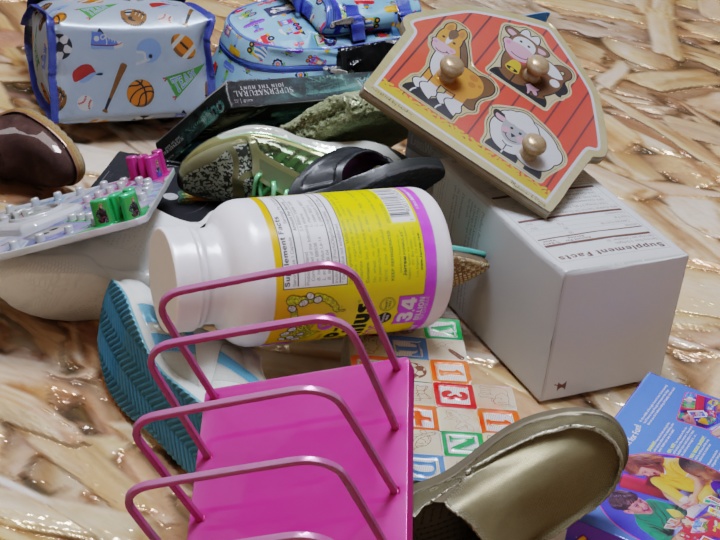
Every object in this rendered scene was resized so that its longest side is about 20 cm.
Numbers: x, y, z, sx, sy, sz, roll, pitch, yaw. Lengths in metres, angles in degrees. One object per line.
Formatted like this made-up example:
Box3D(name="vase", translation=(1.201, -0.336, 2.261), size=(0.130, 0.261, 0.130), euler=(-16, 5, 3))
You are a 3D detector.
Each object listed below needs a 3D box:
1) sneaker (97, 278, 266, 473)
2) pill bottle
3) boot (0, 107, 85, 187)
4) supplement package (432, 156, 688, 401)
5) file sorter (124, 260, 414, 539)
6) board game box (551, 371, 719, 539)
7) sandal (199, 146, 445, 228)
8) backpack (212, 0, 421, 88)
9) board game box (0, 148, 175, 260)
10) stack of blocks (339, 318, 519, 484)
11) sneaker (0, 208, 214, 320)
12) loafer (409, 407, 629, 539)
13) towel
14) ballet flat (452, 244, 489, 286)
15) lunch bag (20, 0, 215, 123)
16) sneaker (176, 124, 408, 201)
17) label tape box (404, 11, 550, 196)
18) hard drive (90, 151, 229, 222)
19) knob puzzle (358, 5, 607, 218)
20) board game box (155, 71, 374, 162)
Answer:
Box3D(name="sneaker", translation=(-0.121, 0.074, 1.091), size=(0.081, 0.077, 0.200), euler=(-8, 40, -38))
Box3D(name="pill bottle", translation=(-0.043, -0.002, 1.078), size=(0.200, 0.104, 0.104), euler=(-5, 32, -22))
Box3D(name="boot", translation=(-0.360, -0.083, 1.332), size=(0.200, 0.072, 0.166), euler=(22, 45, 21))
Box3D(name="supplement package", translation=(0.150, -0.004, 1.233), size=(0.117, 0.117, 0.200), euler=(-8, 33, -25))
Box3D(name="file sorter", translation=(-0.053, 0.109, 0.884), size=(0.139, 0.126, 0.200), euler=(-10, 47, 14))
Box3D(name="board game box", translation=(0.221, 0.153, 1.047), size=(0.134, 0.045, 0.200), euler=(21, 32, 22))
Box3D(name="sandal", translation=(-0.030, -0.062, 1.155), size=(0.200, 0.075, 0.048), euler=(-17, 75, -17))
Box3D(name="backpack", translation=(-0.056, -0.232, 1.572), size=(0.200, 0.135, 0.183), euler=(-7, 32, -18))
Box3D(name="board game box", translation=(-0.253, -0.045, 1.192), size=(0.200, 0.026, 0.200), euler=(-14, 14, 3))
Box3D(name="stack of blocks", translation=(0.048, 0.109, 1.071), size=(0.115, 0.059, 0.200), euler=(4, 30, -6))
Box3D(name="sneaker", translation=(-0.192, -0.015, 1.195), size=(0.200, 0.075, 0.089), euler=(0, 63, -31))
Box3D(name="loafer", translation=(0.078, 0.151, 0.938), size=(0.200, 0.076, 0.067), euler=(-27, 18, -1))
Box3D(name="towel", translation=(-0.017, -0.124, 1.373), size=(0.148, 0.037, 0.200), euler=(-12, -7, -39))
Box3D(name="ballet flat", translation=(0.000, 0.000, 1.208), size=(0.200, 0.065, 0.071), euler=(10, -9, 13))
Box3D(name="lunch bag", translation=(-0.244, -0.223, 1.530), size=(0.170, 0.124, 0.200), euler=(-2, 17, -17))
Box3D(name="sneaker", translation=(-0.055, -0.065, 1.277), size=(0.200, 0.077, 0.089), euler=(3, 47, 1))
Box3D(name="label tape box", translation=(0.113, -0.113, 1.331), size=(0.143, 0.200, 0.066), euler=(-16, 39, -35))
Box3D(name="hard drive", translation=(-0.135, -0.043, 1.318), size=(0.200, 0.038, 0.140), euler=(10, 30, 6))
Box3D(name="knob puzzle", translation=(0.119, -0.153, 1.236), size=(0.219, 0.030, 0.220), euler=(13, 49, -15))
Box3D(name="board game box", translation=(-0.070, -0.140, 1.404), size=(0.200, 0.135, 0.028), euler=(-10, 77, -37))
